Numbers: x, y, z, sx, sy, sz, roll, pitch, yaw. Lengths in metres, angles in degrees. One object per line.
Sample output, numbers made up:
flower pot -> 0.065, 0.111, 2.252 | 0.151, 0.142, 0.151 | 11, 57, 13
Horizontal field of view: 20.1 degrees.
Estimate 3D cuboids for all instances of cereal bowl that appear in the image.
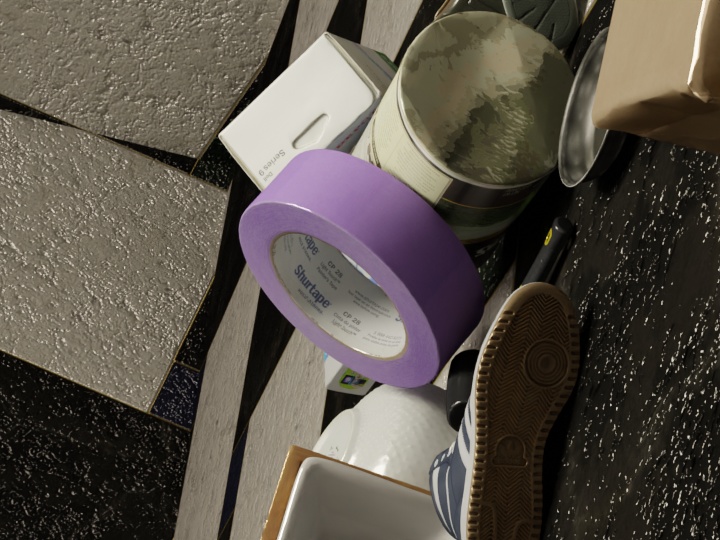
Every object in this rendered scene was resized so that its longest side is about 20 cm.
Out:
cereal bowl -> 0.005, 0.175, 1.700 | 0.200, 0.083, 0.200 | -54, 16, 24

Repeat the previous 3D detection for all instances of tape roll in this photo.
tape roll -> 0.000, 0.000, 1.614 | 0.066, 0.200, 0.200 | -49, -4, -27

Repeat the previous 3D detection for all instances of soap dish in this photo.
soap dish -> -0.011, 0.252, 1.528 | 0.081, 0.156, 0.201 | 124, 165, -70

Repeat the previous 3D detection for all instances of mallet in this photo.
mallet -> 0.115, 0.033, 1.549 | 0.066, 0.041, 0.201 | -87, 18, -58

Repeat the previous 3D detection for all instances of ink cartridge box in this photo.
ink cartridge box -> -0.029, -0.140, 1.933 | 0.145, 0.088, 0.200 | -43, -9, 13

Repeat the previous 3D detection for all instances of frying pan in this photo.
frying pan -> 0.176, -0.121, 1.388 | 0.190, 0.031, 0.116 | 140, 143, -70

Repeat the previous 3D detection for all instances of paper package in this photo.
paper package -> 0.205, -0.166, 1.050 | 0.191, 0.103, 0.201 | 173, 109, -80

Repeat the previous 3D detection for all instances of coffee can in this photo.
coffee can -> 0.074, -0.093, 1.610 | 0.200, 0.145, 0.147 | 122, 159, -64

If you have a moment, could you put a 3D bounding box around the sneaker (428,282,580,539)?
sneaker -> 0.097, 0.105, 1.424 | 0.108, 0.070, 0.201 | -169, 90, -79

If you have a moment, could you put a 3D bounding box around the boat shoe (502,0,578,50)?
boat shoe -> 0.127, -0.273, 1.628 | 0.065, 0.074, 0.203 | -86, -22, -82

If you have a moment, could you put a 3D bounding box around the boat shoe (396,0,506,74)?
boat shoe -> 0.101, -0.217, 1.828 | 0.200, 0.075, 0.074 | -54, 0, 13

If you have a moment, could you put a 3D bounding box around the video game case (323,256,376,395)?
video game case -> 0.013, -0.017, 1.873 | 0.181, 0.045, 0.201 | 126, 148, -49
